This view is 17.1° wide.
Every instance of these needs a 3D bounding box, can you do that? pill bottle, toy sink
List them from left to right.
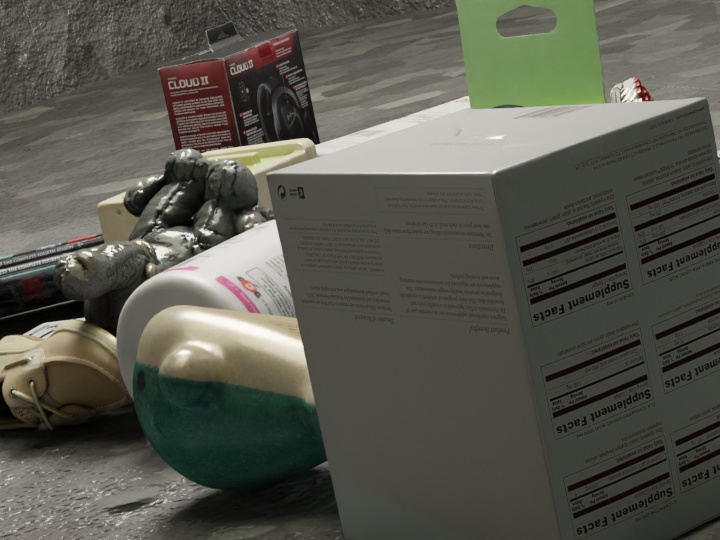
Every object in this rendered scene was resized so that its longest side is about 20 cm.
[{"bbox_3d":[-0.101,-0.041,2.007,0.130,0.113,0.200,-4,14,38],"label":"toy sink"},{"bbox_3d":[-0.062,0.031,1.591,0.113,0.114,0.200,-6,13,33],"label":"pill bottle"}]

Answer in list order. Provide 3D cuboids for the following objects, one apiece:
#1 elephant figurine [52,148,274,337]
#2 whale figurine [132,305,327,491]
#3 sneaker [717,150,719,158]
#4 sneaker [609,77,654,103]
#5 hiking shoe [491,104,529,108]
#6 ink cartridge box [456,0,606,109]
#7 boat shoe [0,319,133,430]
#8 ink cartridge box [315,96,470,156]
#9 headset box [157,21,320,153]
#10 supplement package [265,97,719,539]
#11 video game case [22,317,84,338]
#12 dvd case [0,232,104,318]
[{"bbox_3d":[-0.149,0.017,1.689,0.141,0.155,0.200,-23,22,45],"label":"elephant figurine"},{"bbox_3d":[-0.047,0.082,1.355,0.159,0.104,0.200,8,4,-38],"label":"whale figurine"},{"bbox_3d":[0.238,-0.036,1.763,0.088,0.075,0.200,-43,20,-22],"label":"sneaker"},{"bbox_3d":[0.180,-0.061,1.707,0.082,0.078,0.201,-16,39,25],"label":"sneaker"},{"bbox_3d":[0.123,-0.077,1.810,0.086,0.075,0.200,16,21,-29],"label":"hiking shoe"},{"bbox_3d":[0.132,-0.123,1.916,0.145,0.201,0.048,-2,12,42],"label":"ink cartridge box"},{"bbox_3d":[-0.209,0.081,1.639,0.200,0.072,0.065,-5,41,55],"label":"boat shoe"},{"bbox_3d":[0.065,-0.093,2.153,0.199,0.083,0.147,-19,13,-28],"label":"ink cartridge box"},{"bbox_3d":[-0.106,-0.130,2.234,0.077,0.201,0.149,-6,13,28],"label":"headset box"},{"bbox_3d":[0.080,0.029,1.202,0.147,0.201,0.191,-19,13,-33],"label":"supplement package"},{"bbox_3d":[-0.212,0.066,1.835,0.181,0.022,0.200,-8,11,24],"label":"video game case"},{"bbox_3d":[-0.280,0.008,2.071,0.199,0.022,0.146,-13,-12,-4],"label":"dvd case"}]
